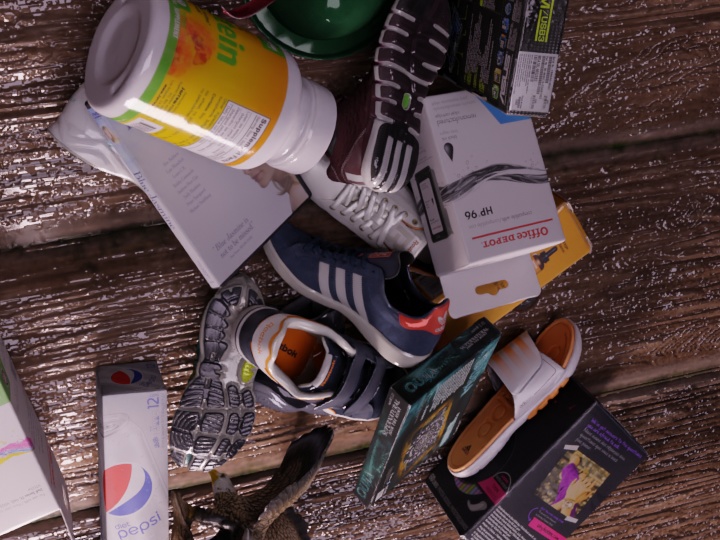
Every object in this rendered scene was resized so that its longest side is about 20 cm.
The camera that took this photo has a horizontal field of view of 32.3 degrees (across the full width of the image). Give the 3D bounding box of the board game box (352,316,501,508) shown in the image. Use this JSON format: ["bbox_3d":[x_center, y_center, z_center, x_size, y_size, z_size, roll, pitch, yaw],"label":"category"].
[{"bbox_3d":[0.064,0.144,1.239,0.135,0.028,0.201,-34,156,-34],"label":"board game box"}]

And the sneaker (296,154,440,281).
[{"bbox_3d":[0.026,-0.055,1.198,0.199,0.085,0.073,31,107,-25],"label":"sneaker"}]

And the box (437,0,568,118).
[{"bbox_3d":[0.124,-0.255,1.096,0.047,0.193,0.202,2,109,-17],"label":"box"}]

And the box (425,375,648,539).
[{"bbox_3d":[0.186,0.213,1.339,0.200,0.122,0.106,-46,117,2],"label":"box"}]

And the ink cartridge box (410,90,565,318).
[{"bbox_3d":[0.118,-0.067,1.178,0.115,0.068,0.202,-14,86,-27],"label":"ink cartridge box"}]

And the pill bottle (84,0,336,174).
[{"bbox_3d":[-0.119,-0.151,1.044,0.199,0.111,0.112,20,103,-38],"label":"pill bottle"}]

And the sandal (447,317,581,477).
[{"bbox_3d":[0.152,0.127,1.313,0.059,0.079,0.207,40,90,-26],"label":"sandal"}]

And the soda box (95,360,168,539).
[{"bbox_3d":[-0.224,0.195,1.221,0.063,0.068,0.202,-4,112,-17],"label":"soda box"}]

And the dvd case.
[{"bbox_3d":[-0.138,-0.106,1.109,0.143,0.017,0.201,-47,114,-33],"label":"dvd case"}]

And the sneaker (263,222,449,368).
[{"bbox_3d":[0.000,0.000,1.175,0.199,0.075,0.085,36,121,7],"label":"sneaker"}]

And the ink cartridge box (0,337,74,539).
[{"bbox_3d":[-0.330,0.158,1.141,0.067,0.117,0.201,-21,115,-9],"label":"ink cartridge box"}]

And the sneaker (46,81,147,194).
[{"bbox_3d":[-0.177,-0.103,1.121,0.199,0.070,0.081,32,90,-28],"label":"sneaker"}]

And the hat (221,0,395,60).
[{"bbox_3d":[-0.012,-0.241,1.062,0.200,0.176,0.166,-41,118,0],"label":"hat"}]

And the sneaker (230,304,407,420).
[{"bbox_3d":[-0.024,0.096,1.162,0.199,0.079,0.079,24,88,-30],"label":"sneaker"}]

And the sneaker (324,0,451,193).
[{"bbox_3d":[0.007,-0.170,1.132,0.075,0.115,0.202,26,76,-42],"label":"sneaker"}]

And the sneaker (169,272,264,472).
[{"bbox_3d":[-0.133,0.100,1.208,0.077,0.080,0.202,15,101,-13],"label":"sneaker"}]

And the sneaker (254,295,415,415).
[{"bbox_3d":[-0.013,0.082,1.245,0.198,0.076,0.115,4,109,-21],"label":"sneaker"}]

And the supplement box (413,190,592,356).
[{"bbox_3d":[0.134,0.002,1.272,0.199,0.069,0.067,-35,118,-2],"label":"supplement box"}]

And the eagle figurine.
[{"bbox_3d":[-0.101,0.243,1.231,0.199,0.152,0.152,-4,71,-36],"label":"eagle figurine"}]
